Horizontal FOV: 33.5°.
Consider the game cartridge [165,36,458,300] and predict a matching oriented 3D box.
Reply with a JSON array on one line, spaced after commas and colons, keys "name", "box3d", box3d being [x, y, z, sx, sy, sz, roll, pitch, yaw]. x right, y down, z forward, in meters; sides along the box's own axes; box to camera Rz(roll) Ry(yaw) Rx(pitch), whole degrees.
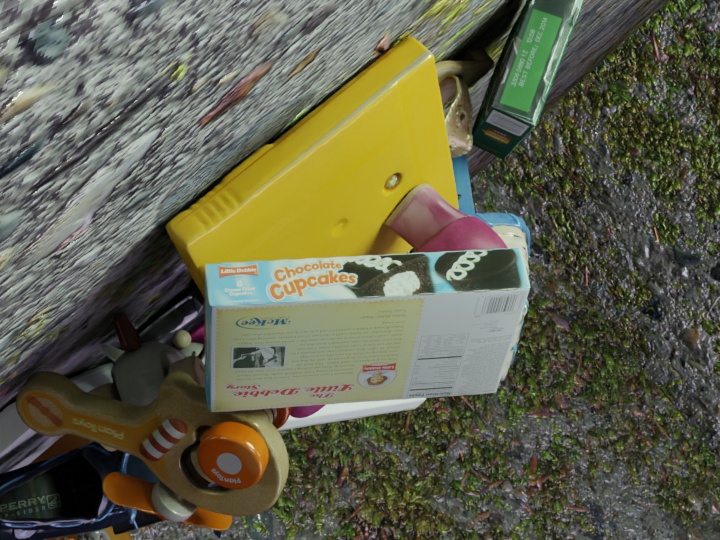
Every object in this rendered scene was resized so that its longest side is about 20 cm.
[{"name": "game cartridge", "box3d": [-0.023, -0.038, 0.801, 0.200, 0.032, 0.177, -38, 149, -13]}]

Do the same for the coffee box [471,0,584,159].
[{"name": "coffee box", "box3d": [0.139, -0.170, 1.029, 0.200, 0.044, 0.124, 60, 52, -89]}]

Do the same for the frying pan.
[{"name": "frying pan", "box3d": [-0.142, 0.024, 1.085, 0.190, 0.031, 0.115, -37, 180, 33]}]

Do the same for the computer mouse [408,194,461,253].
[{"name": "computer mouse", "box3d": [0.000, 0.000, 1.003, 0.200, 0.053, 0.139, -50, -178, 15]}]

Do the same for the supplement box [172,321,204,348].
[{"name": "supplement box", "box3d": [-0.134, 0.085, 1.216, 0.200, 0.104, 0.101, -37, -168, -32]}]

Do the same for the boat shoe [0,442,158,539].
[{"name": "boat shoe", "box3d": [-0.217, 0.180, 0.958, 0.199, 0.085, 0.068, -20, 177, -42]}]

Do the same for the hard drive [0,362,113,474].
[{"name": "hard drive", "box3d": [-0.282, 0.138, 0.992, 0.132, 0.026, 0.200, -40, 178, 8]}]

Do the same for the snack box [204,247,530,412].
[{"name": "snack box", "box3d": [0.000, 0.040, 0.769, 0.198, 0.037, 0.117, -3, 141, -10]}]

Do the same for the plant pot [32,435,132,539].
[{"name": "plant pot", "box3d": [-0.331, 0.294, 1.280, 0.200, 0.184, 0.200, -40, 178, -1]}]

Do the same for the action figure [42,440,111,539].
[{"name": "action figure", "box3d": [-0.262, 0.209, 1.029, 0.200, 0.102, 0.118, -42, -158, -32]}]

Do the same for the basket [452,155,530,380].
[{"name": "basket", "box3d": [0.088, -0.008, 1.125, 0.138, 0.201, 0.177, 0, 142, -3]}]

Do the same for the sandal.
[{"name": "sandal", "box3d": [0.074, -0.130, 0.998, 0.078, 0.070, 0.212, -41, 178, 36]}]

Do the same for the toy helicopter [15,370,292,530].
[{"name": "toy helicopter", "box3d": [-0.148, 0.123, 0.846, 0.079, 0.199, 0.133, -66, 171, -55]}]

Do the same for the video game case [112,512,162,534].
[{"name": "video game case", "box3d": [-0.211, 0.169, 1.135, 0.019, 0.144, 0.200, -8, 168, -30]}]

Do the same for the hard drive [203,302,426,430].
[{"name": "hard drive", "box3d": [-0.037, 0.075, 1.083, 0.199, 0.132, 0.027, 0, 145, -50]}]

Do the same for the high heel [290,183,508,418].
[{"name": "high heel", "box3d": [0.025, 0.044, 0.832, 0.200, 0.096, 0.067, -53, 150, 11]}]

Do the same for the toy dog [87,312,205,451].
[{"name": "toy dog", "box3d": [-0.163, 0.071, 0.951, 0.131, 0.097, 0.200, -20, -175, -16]}]
